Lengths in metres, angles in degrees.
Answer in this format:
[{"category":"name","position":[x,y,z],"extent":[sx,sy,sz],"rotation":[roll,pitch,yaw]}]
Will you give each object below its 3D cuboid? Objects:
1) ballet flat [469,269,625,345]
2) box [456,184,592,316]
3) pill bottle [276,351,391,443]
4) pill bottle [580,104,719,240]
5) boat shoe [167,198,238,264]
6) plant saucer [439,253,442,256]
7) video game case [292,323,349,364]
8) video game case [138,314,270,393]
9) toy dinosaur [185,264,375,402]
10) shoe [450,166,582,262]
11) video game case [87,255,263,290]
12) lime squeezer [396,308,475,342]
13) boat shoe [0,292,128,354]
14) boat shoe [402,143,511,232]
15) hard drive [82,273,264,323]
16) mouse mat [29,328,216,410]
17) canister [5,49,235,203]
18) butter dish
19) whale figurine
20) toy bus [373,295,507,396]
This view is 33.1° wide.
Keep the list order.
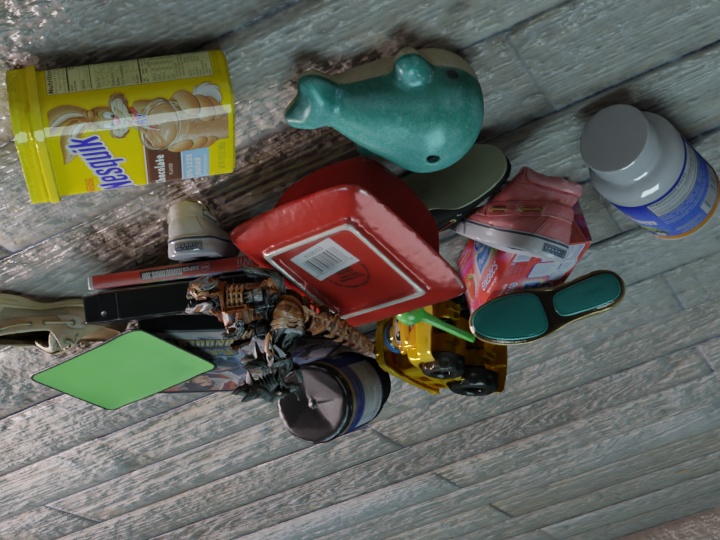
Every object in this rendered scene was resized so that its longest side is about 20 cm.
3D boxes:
[{"category":"ballet flat","position":[0.235,0.053,1.521],"extent":[0.200,0.069,0.063],"rotation":[-14,167,3]},{"category":"box","position":[0.204,-0.021,1.539],"extent":[0.102,0.095,0.200],"rotation":[-5,152,-15]},{"category":"pill bottle","position":[-0.030,0.175,1.719],"extent":[0.112,0.112,0.200],"rotation":[-24,174,21]},{"category":"pill bottle","position":[0.332,-0.116,1.399],"extent":[0.112,0.112,0.200],"rotation":[-28,148,26]},{"category":"boat shoe","position":[-0.181,-0.046,1.355],"extent":[0.071,0.070,0.200],"rotation":[-7,177,3]},{"category":"plant saucer","position":[0.000,0.000,1.483],"extent":[0.200,0.036,0.200],"rotation":[1,169,0]},{"category":"video game case","position":[-0.144,0.122,1.731],"extent":[0.200,0.026,0.181],"rotation":[7,146,-32]},{"category":"video game case","position":[-0.196,0.114,1.626],"extent":[0.200,0.026,0.181],"rotation":[-1,149,-10]},{"category":"toy dinosaur","position":[-0.091,0.066,1.307],"extent":[0.102,0.200,0.136],"rotation":[-32,139,-63]},{"category":"shoe","position":[0.178,-0.069,1.380],"extent":[0.071,0.091,0.200],"rotation":[19,179,-28]},{"category":"video game case","position":[-0.199,0.003,1.411],"extent":[0.200,0.017,0.143],"rotation":[-8,178,5]},{"category":"lime squeezer","position":[0.043,0.046,1.503],"extent":[0.200,0.038,0.071],"rotation":[14,178,19]},{"category":"boat shoe","position":[-0.381,0.074,1.500],"extent":[0.200,0.065,0.072],"rotation":[10,145,-37]},{"category":"boat shoe","position":[0.092,-0.086,1.399],"extent":[0.201,0.074,0.063],"rotation":[-28,154,32]},{"category":"hard drive","position":[-0.208,0.033,1.413],"extent":[0.200,0.038,0.140],"rotation":[-7,178,3]},{"category":"mouse mat","position":[-0.310,0.133,1.589],"extent":[0.200,0.008,0.161],"rotation":[-24,146,25]},{"category":"canister","position":[-0.223,-0.138,1.153],"extent":[0.200,0.087,0.149],"rotation":[-9,152,-10]},{"category":"butter dish","position":[-0.002,-0.051,1.313],"extent":[0.200,0.148,0.199],"rotation":[-19,133,40]},{"category":"whale figurine","position":[0.029,-0.153,1.210],"extent":[0.200,0.104,0.159],"rotation":[0,150,-22]},{"category":"toy bus","position":[0.087,0.102,1.706],"extent":[0.192,0.136,0.200],"rotation":[-11,156,34]}]
